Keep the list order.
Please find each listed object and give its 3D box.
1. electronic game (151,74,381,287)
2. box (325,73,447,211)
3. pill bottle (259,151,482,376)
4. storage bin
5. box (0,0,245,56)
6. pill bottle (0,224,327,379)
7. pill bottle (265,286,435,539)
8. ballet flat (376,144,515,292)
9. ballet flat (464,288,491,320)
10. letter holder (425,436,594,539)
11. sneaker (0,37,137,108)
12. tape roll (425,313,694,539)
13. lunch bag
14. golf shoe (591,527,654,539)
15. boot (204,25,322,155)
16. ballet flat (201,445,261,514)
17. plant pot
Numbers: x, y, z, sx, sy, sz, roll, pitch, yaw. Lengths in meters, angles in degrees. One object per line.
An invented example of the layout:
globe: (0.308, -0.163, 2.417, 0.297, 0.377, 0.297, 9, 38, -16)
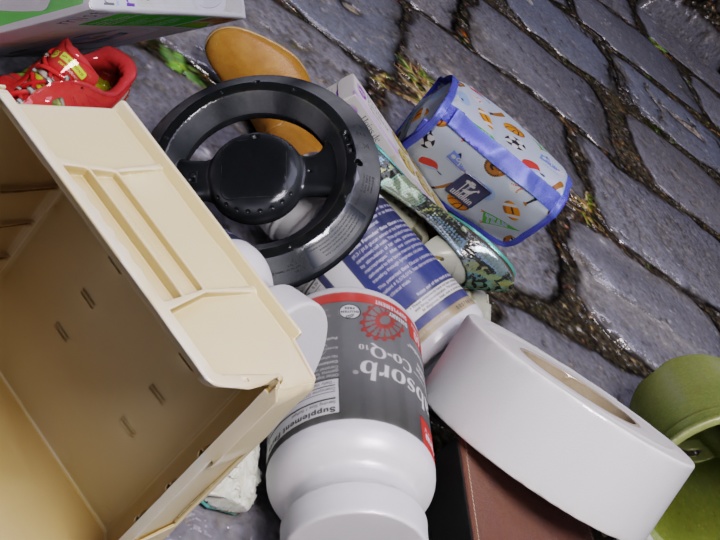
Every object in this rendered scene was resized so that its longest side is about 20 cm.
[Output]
electronic game: (-0.083, -0.072, 0.871, 0.201, 0.199, 0.042, 59, -11, 26)
box: (0.028, -0.104, 1.083, 0.200, 0.039, 0.042, 52, 19, -35)
pill bottle: (0.000, 0.000, 0.916, 0.200, 0.111, 0.111, 50, 30, 11)
storage bin: (-0.156, 0.046, 0.579, 0.199, 0.200, 0.094, 51, 26, 15)
box: (-0.222, -0.227, 0.837, 0.176, 0.199, 0.097, -19, 103, -58)
pill bottle: (-0.126, 0.016, 0.678, 0.199, 0.116, 0.116, 29, 24, 23)
pill bottle: (-0.008, 0.116, 0.755, 0.115, 0.116, 0.201, 28, 33, -24)
ballet flat: (0.047, -0.034, 0.987, 0.200, 0.074, 0.074, 41, 29, 11)
ballet flat: (0.086, 0.022, 1.038, 0.069, 0.070, 0.201, 15, 40, -40)
letter holder: (0.096, 0.240, 0.739, 0.142, 0.101, 0.201, 30, 32, -25)
sneaker: (-0.243, -0.136, 0.824, 0.077, 0.085, 0.200, 45, 30, 4)
tape roll: (0.146, 0.115, 0.819, 0.202, 0.071, 0.202, 32, 6, -3)
lunch bag: (0.125, -0.117, 1.163, 0.170, 0.124, 0.200, 37, 2, -10)
golf shoe: (0.184, 0.239, 0.852, 0.078, 0.094, 0.200, 36, 32, -15)
boot: (-0.078, -0.141, 1.045, 0.201, 0.071, 0.144, 39, 29, -16)
ballet flat: (-0.111, 0.065, 0.744, 0.071, 0.072, 0.201, 7, 46, -46)
plant pot: (0.339, 0.178, 1.047, 0.200, 0.201, 0.184, 35, 19, -13)
